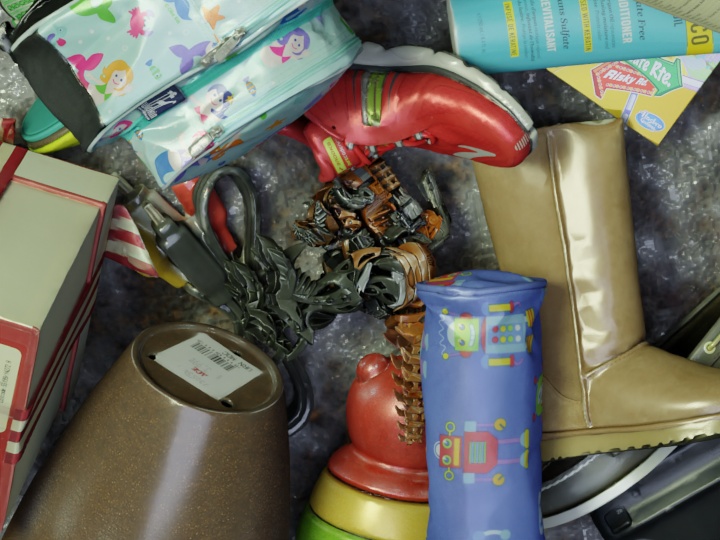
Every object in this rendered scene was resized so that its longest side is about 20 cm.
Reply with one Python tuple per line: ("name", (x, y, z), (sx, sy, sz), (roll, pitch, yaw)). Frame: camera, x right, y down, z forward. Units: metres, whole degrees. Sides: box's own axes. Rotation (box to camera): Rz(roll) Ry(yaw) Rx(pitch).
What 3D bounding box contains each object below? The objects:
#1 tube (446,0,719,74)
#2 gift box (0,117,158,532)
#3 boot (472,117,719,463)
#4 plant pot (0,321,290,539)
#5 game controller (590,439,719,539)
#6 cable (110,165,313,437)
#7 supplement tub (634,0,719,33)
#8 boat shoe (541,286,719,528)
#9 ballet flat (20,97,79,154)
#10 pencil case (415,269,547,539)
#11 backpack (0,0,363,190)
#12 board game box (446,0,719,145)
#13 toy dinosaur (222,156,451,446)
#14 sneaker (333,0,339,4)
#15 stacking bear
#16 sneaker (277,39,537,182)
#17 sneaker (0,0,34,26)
("tube", (0.151, -0.153, 1.686), (0.199, 0.050, 0.078), (-9, 105, -1))
("gift box", (-0.236, 0.030, 1.699), (0.200, 0.187, 0.185), (20, 126, -2))
("boot", (0.159, 0.007, 1.712), (0.175, 0.066, 0.201), (-9, 86, 20))
("plant pot", (-0.117, 0.137, 1.722), (0.186, 0.187, 0.200), (17, 119, -4))
("game controller", (0.246, 0.132, 1.814), (0.200, 0.042, 0.104), (-30, 118, 11))
("cable", (-0.081, 0.008, 1.790), (0.097, 0.050, 0.200), (-39, 115, -5))
("supplement tub", (0.175, -0.217, 1.586), (0.200, 0.145, 0.145), (19, 107, -14))
("boat shoe", (0.176, 0.082, 1.778), (0.202, 0.072, 0.060), (-37, 105, 5))
("ballet flat", (-0.118, -0.132, 1.728), (0.067, 0.067, 0.200), (35, 104, -31))
("pencil case", (0.073, 0.097, 1.697), (0.078, 0.087, 0.201), (1, 100, 14))
("backpack", (-0.079, -0.145, 1.598), (0.200, 0.178, 0.151), (-42, 93, 8))
("board game box", (0.135, -0.186, 1.716), (0.200, 0.034, 0.135), (33, 105, -8))
("toy dinosaur", (0.000, 0.000, 1.723), (0.135, 0.200, 0.102), (-15, 152, -20))
("sneaker", (0.022, -0.227, 1.662), (0.067, 0.090, 0.200), (28, 100, -36))
("stacking bear", (0.016, 0.149, 1.788), (0.121, 0.114, 0.201), (11, 103, -2))
("sneaker", (0.008, -0.084, 1.685), (0.200, 0.085, 0.077), (15, 150, 24))
("sneaker", (-0.147, -0.220, 1.691), (0.200, 0.078, 0.085), (-43, 100, 13))
